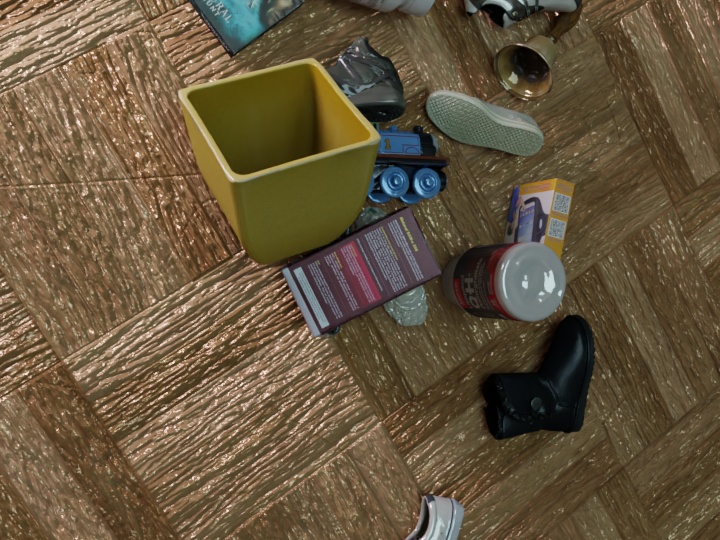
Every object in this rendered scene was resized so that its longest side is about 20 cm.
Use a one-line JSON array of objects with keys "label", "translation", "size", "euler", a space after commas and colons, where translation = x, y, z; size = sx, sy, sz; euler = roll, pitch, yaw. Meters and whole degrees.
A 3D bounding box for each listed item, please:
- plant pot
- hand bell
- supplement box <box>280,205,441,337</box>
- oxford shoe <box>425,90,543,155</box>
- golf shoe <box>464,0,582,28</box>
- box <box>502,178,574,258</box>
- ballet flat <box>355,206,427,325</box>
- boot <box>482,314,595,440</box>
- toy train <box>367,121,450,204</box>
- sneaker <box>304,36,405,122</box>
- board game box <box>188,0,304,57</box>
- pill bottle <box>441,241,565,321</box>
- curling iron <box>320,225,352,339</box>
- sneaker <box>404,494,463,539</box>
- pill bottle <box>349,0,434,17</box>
[{"label": "plant pot", "translation": [-0.107, -0.125, 1.034], "size": [0.194, 0.200, 0.196], "euler": [-19, 52, -20]}, {"label": "hand bell", "translation": [0.309, -0.378, 1.281], "size": [0.104, 0.104, 0.200], "euler": [47, 61, -15]}, {"label": "supplement box", "translation": [0.000, 0.000, 1.108], "size": [0.200, 0.061, 0.109], "euler": [-26, 96, -2]}, {"label": "oxford shoe", "translation": [0.194, -0.236, 1.240], "size": [0.199, 0.075, 0.058], "euler": [16, 43, -13]}, {"label": "golf shoe", "translation": [0.253, -0.425, 1.256], "size": [0.199, 0.078, 0.095], "euler": [9, 91, -11]}, {"label": "box", "translation": [0.267, -0.038, 1.231], "size": [0.041, 0.119, 0.201], "euler": [16, 84, -20]}, {"label": "ballet flat", "translation": [0.050, -0.001, 1.175], "size": [0.072, 0.072, 0.200], "euler": [-30, 101, -19]}, {"label": "boot", "translation": [0.282, 0.170, 1.259], "size": [0.168, 0.076, 0.201], "euler": [3, 95, -25]}, {"label": "toy train", "translation": [0.036, -0.159, 1.160], "size": [0.199, 0.087, 0.115], "euler": [-1, 87, -21]}, {"label": "sneaker", "translation": [-0.038, -0.275, 1.141], "size": [0.199, 0.076, 0.115], "euler": [-3, 69, -5]}, {"label": "board game box", "translation": [-0.190, -0.420, 1.101], "size": [0.135, 0.028, 0.200], "euler": [-42, 104, -16]}, {"label": "pill bottle", "translation": [0.201, 0.016, 1.161], "size": [0.110, 0.200, 0.111], "euler": [0, 89, -21]}, {"label": "curling iron", "translation": [-0.035, 0.002, 1.162], "size": [0.049, 0.026, 0.201], "euler": [15, 84, -22]}, {"label": "sneaker", "translation": [0.093, 0.439, 1.195], "size": [0.071, 0.073, 0.201], "euler": [22, 73, -11]}, {"label": "pill bottle", "translation": [0.012, -0.442, 1.135], "size": [0.199, 0.113, 0.114], "euler": [11, 86, -22]}]
